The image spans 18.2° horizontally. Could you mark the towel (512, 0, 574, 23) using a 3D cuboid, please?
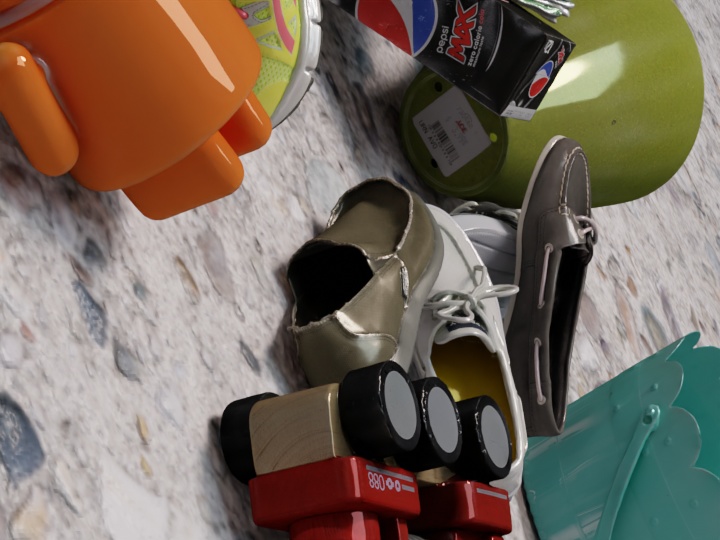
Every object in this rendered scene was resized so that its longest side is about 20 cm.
[{"bbox_3d":[0.066,-0.253,1.538,0.148,0.031,0.201,26,25,-25],"label":"towel"}]

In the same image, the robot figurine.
[{"bbox_3d":[-0.125,-0.120,1.086,0.201,0.144,0.116,55,-12,-23],"label":"robot figurine"}]

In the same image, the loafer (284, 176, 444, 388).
[{"bbox_3d":[0.000,0.000,1.300,0.070,0.075,0.201,57,22,-28],"label":"loafer"}]

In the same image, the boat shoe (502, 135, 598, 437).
[{"bbox_3d":[0.130,0.013,1.478,0.067,0.057,0.202,23,80,-59],"label":"boat shoe"}]

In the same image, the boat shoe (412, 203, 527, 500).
[{"bbox_3d":[0.060,0.039,1.366,0.086,0.074,0.204,110,-28,-63],"label":"boat shoe"}]

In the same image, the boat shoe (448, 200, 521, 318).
[{"bbox_3d":[0.081,-0.010,1.536,0.071,0.072,0.200,48,14,27],"label":"boat shoe"}]

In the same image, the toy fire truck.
[{"bbox_3d":[0.029,0.159,1.146,0.176,0.128,0.202,24,56,-60],"label":"toy fire truck"}]

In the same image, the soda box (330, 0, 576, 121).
[{"bbox_3d":[0.041,-0.179,1.496,0.199,0.064,0.071,36,13,19],"label":"soda box"}]

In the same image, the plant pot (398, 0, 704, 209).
[{"bbox_3d":[0.121,-0.118,1.618,0.199,0.186,0.188,-23,87,-51],"label":"plant pot"}]

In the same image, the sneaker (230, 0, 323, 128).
[{"bbox_3d":[-0.069,-0.172,1.271,0.090,0.078,0.202,9,92,-46],"label":"sneaker"}]

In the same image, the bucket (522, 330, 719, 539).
[{"bbox_3d":[0.210,0.160,1.526,0.207,0.134,0.208,49,25,-32],"label":"bucket"}]
